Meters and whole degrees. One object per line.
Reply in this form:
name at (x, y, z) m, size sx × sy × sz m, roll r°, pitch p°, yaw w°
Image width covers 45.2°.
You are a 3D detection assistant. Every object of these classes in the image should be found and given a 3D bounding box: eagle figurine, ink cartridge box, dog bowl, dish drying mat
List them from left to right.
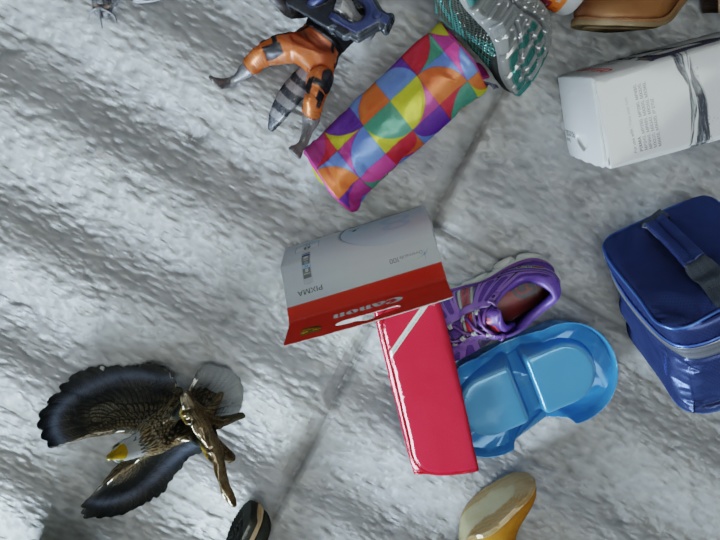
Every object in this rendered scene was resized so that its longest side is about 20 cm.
eagle figurine at (-0.230, 0.176, 0.923) m, size 0.197 × 0.150 × 0.155 m, roll -16°, pitch 61°, yaw 33°
ink cartridge box at (0.000, 0.000, 0.826) m, size 0.156 × 0.200 × 0.048 m, roll -16°, pitch 104°, yaw 4°
dish drying mat at (0.068, 0.124, 0.898) m, size 0.075 × 0.018 × 0.205 m, roll -7°, pitch 109°, yaw 20°
dog bowl at (0.176, 0.121, 0.934) m, size 0.196 × 0.050 × 0.114 m, roll -24°, pitch 103°, yaw 5°
ink cartridge box at (0.299, -0.167, 0.815) m, size 0.195 × 0.145 × 0.086 m, roll -15°, pitch 102°, yaw 3°

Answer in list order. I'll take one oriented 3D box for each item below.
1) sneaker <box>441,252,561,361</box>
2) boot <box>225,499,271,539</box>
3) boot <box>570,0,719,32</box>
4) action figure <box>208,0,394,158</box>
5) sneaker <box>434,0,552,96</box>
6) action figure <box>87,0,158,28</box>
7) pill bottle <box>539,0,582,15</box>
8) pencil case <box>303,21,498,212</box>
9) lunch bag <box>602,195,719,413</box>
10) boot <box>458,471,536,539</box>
sneaker at (0.118, 0.048, 0.898) m, size 0.198 × 0.084 × 0.081 m, roll -33°, pitch 101°, yaw 10°
boot at (-0.098, 0.361, 0.985) m, size 0.135 × 0.078 × 0.203 m, roll 18°, pitch 116°, yaw -8°
boot at (0.282, -0.314, 0.820) m, size 0.195 × 0.074 × 0.159 m, roll -15°, pitch 105°, yaw -9°
action figure at (-0.061, -0.239, 0.843) m, size 0.199 × 0.104 × 0.195 m, roll 41°, pitch 95°, yaw 18°
sneaker at (0.115, -0.240, 0.803) m, size 0.091 × 0.200 × 0.078 m, roll 34°, pitch 84°, yaw 36°
action figure at (-0.242, -0.334, 0.815) m, size 0.127 × 0.070 × 0.205 m, roll 5°, pitch 108°, yaw -11°
pill bottle at (0.130, -0.328, 0.794) m, size 0.196 × 0.110 × 0.111 m, roll 24°, pitch 103°, yaw -6°
pencil case at (0.038, -0.149, 0.852) m, size 0.199 × 0.089 × 0.089 m, roll -39°, pitch 101°, yaw 9°
lunch bag at (0.324, 0.017, 0.839) m, size 0.133 × 0.201 × 0.134 m, roll -24°, pitch 121°, yaw 4°
boot at (0.164, 0.334, 0.982) m, size 0.143 × 0.071 × 0.202 m, roll 39°, pitch 104°, yaw -15°
